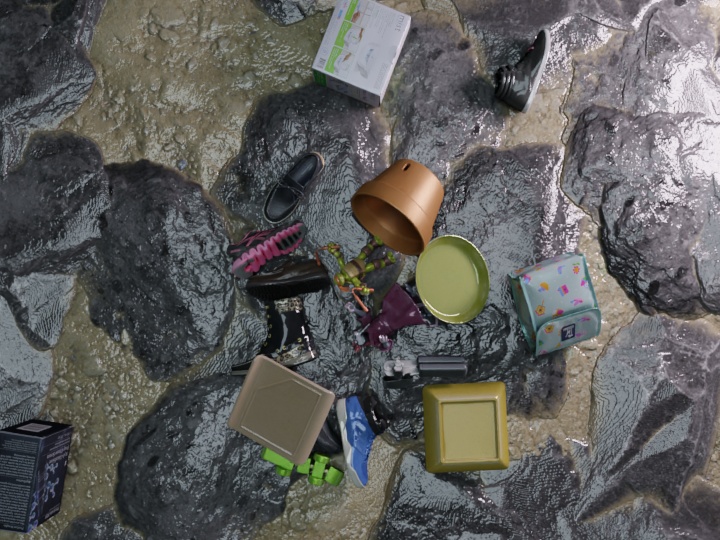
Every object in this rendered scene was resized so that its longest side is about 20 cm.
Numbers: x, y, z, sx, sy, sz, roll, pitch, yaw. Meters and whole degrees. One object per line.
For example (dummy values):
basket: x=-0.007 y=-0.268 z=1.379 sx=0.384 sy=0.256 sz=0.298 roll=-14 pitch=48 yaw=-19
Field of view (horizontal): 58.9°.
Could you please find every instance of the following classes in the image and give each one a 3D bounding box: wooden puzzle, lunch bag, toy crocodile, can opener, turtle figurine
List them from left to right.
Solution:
wooden puzzle: x=-0.176 y=0.307 z=1.412 sx=0.197 sy=0.037 sz=0.188 roll=25 pitch=101 yaw=3
toy crocodile: x=-0.132 y=0.439 z=1.458 sx=0.196 sy=0.062 sz=0.069 roll=15 pitch=87 yaw=5
turtle figurine: x=0.000 y=0.000 z=1.457 sx=0.160 sy=0.065 sz=0.200 roll=-31 pitch=60 yaw=-19
can opener: x=0.147 y=0.232 z=1.479 sx=0.196 sy=0.053 sz=0.068 roll=-5 pitch=121 yaw=1
lunch bag: x=0.445 y=0.080 z=1.450 sx=0.167 sy=0.122 sz=0.204 roll=-18 pitch=95 yaw=-4

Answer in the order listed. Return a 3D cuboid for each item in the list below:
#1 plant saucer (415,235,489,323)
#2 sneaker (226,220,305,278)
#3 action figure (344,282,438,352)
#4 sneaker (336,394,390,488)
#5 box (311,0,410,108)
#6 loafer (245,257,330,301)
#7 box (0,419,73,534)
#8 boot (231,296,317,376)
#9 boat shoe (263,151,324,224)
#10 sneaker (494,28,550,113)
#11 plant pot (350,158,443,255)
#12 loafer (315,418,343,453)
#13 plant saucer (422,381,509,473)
plant saucer: x=0.207 y=0.022 z=1.466 sx=0.196 sy=0.031 sz=0.204 roll=4 pitch=79 yaw=-23
sneaker: x=-0.223 y=-0.070 z=1.477 sx=0.198 sy=0.080 sz=0.096 roll=-31 pitch=54 yaw=-14
action figure: x=0.057 y=0.117 z=1.469 sx=0.199 sy=0.148 sz=0.135 roll=-40 pitch=61 yaw=16
sneaker: x=0.017 y=0.384 z=1.448 sx=0.109 sy=0.077 sz=0.204 roll=-13 pitch=81 yaw=8
box: x=0.002 y=-0.516 z=1.487 sx=0.174 sy=0.097 sz=0.203 roll=21 pitch=87 yaw=0
loafer: x=-0.168 y=0.019 z=1.479 sx=0.196 sy=0.074 sz=0.072 roll=-8 pitch=53 yaw=0
box: x=-0.728 y=0.446 z=1.401 sx=0.105 sy=0.148 sz=0.204 roll=8 pitch=87 yaw=0
boot: x=-0.209 y=0.154 z=1.465 sx=0.200 sy=0.074 sz=0.157 roll=-13 pitch=83 yaw=-1
boat shoe: x=-0.159 y=-0.196 z=1.486 sx=0.074 sy=0.062 sz=0.201 roll=40 pitch=89 yaw=0
sneaker: x=0.377 y=-0.482 z=1.501 sx=0.097 sy=0.071 sz=0.204 roll=18 pitch=91 yaw=-4
plant pot: x=0.095 y=-0.153 z=1.433 sx=0.199 sy=0.200 sz=0.141 roll=36 pitch=71 yaw=1
loafer: x=-0.106 y=0.329 z=1.454 sx=0.070 sy=0.068 sz=0.201 roll=-44 pitch=85 yaw=6
plant saucer: x=0.246 y=0.364 z=1.467 sx=0.196 sy=0.048 sz=0.205 roll=-3 pitch=87 yaw=-1
